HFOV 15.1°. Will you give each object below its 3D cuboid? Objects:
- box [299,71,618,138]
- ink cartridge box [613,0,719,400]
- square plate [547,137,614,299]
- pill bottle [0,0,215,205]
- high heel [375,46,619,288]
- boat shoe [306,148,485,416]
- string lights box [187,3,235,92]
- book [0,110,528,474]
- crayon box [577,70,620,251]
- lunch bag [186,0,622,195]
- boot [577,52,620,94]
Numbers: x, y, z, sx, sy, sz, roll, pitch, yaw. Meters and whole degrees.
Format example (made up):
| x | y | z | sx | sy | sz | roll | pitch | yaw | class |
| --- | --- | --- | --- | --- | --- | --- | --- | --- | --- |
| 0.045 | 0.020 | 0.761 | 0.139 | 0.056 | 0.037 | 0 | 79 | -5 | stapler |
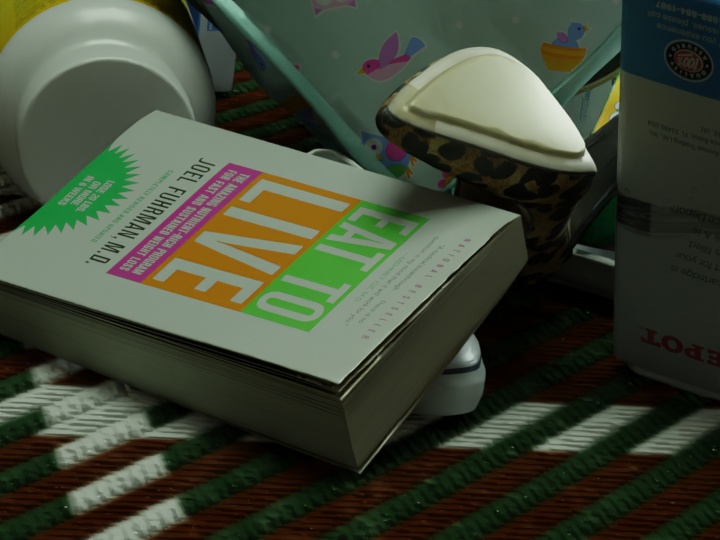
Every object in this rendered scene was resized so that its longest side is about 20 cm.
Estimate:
| x | y | z | sx | sy | sz | roll | pitch | yaw | class |
| --- | --- | --- | --- | --- | --- | --- | --- | --- | --- |
| 0.067 | -0.115 | 1.585 | 0.200 | 0.060 | 0.117 | 6 | 19 | -3 | box |
| 0.191 | -0.039 | 1.171 | 0.145 | 0.200 | 0.084 | 18 | 40 | 26 | ink cartridge box |
| 0.138 | -0.023 | 1.392 | 0.198 | 0.028 | 0.200 | 16 | 20 | 24 | square plate |
| -0.131 | -0.092 | 1.355 | 0.112 | 0.113 | 0.200 | 4 | 19 | -10 | pill bottle |
| 0.044 | -0.030 | 1.212 | 0.200 | 0.143 | 0.071 | 1 | 54 | -49 | high heel |
| 0.000 | 0.000 | 1.211 | 0.073 | 0.067 | 0.200 | -1 | 21 | -24 | boat shoe |
| -0.180 | -0.143 | 1.568 | 0.200 | 0.059 | 0.103 | -2 | 22 | -25 | string lights box |
| -0.047 | 0.000 | 1.153 | 0.200 | 0.048 | 0.134 | 16 | 46 | 32 | book |
| 0.180 | -0.057 | 1.375 | 0.119 | 0.058 | 0.200 | 10 | 19 | 9 | crayon box |
| 0.023 | -0.138 | 1.331 | 0.200 | 0.170 | 0.122 | 46 | -4 | 12 | lunch bag |
| 0.105 | -0.116 | 1.452 | 0.200 | 0.078 | 0.138 | -35 | 10 | 1 | boot |
